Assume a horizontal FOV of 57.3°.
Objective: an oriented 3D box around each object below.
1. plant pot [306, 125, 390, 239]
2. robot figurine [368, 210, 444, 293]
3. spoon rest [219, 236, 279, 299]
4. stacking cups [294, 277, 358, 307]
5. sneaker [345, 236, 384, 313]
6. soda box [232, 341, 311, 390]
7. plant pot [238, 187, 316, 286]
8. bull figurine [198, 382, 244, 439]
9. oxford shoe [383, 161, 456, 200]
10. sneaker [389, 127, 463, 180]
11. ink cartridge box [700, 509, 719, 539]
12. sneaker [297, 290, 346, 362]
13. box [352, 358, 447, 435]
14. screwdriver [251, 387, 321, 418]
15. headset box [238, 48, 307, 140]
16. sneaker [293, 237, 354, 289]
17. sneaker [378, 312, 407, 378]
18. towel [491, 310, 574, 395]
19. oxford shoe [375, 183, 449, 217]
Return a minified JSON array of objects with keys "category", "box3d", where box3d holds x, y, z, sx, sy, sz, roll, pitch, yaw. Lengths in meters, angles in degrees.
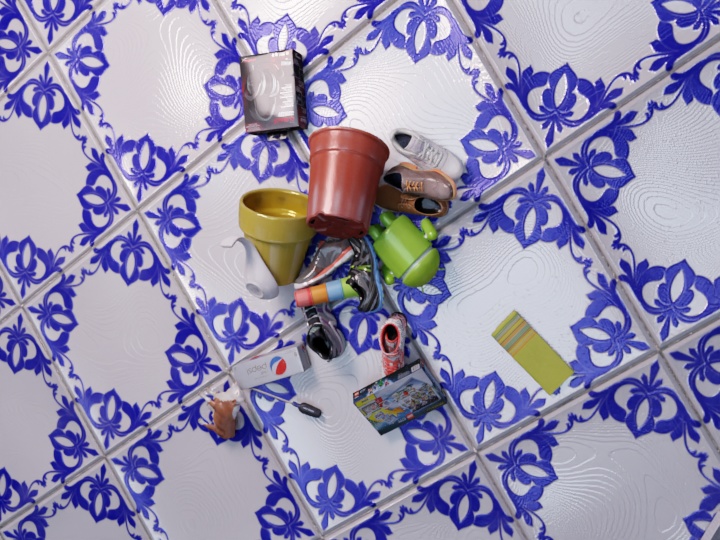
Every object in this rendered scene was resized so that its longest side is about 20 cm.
[{"category":"plant pot","box3d":[-0.040,-0.191,1.508,0.194,0.201,0.202,5,74,14]},{"category":"robot figurine","box3d":[0.107,-0.047,1.560,0.200,0.115,0.176,46,106,6]},{"category":"spoon rest","box3d":[-0.255,-0.007,1.549,0.097,0.061,0.203,5,139,34]},{"category":"stacking cups","box3d":[-0.065,0.050,1.617,0.193,0.061,0.063,-12,94,-3]},{"category":"sneaker","box3d":[0.000,0.000,1.557,0.080,0.071,0.206,-12,84,-14]},{"category":"soda box","box3d":[-0.231,0.249,1.716,0.195,0.064,0.070,-18,92,17]},{"category":"plant pot","box3d":[-0.203,-0.077,1.613,0.195,0.201,0.195,14,115,13]},{"category":"bull figurine","box3d":[-0.366,0.365,1.738,0.119,0.065,0.204,26,127,15]},{"category":"oxford shoe","box3d":[0.134,-0.193,1.505,0.197,0.072,0.073,23,128,44]},{"category":"sneaker","box3d":[0.148,-0.268,1.533,0.196,0.099,0.076,30,101,9]},{"category":"ink cartridge box","box3d":[0.851,0.678,1.477,0.194,0.047,0.205,27,100,10]},{"category":"sneaker","box3d":[-0.110,0.132,1.627,0.077,0.140,0.203,-33,88,16]},{"category":"box","box3d":[0.096,0.312,1.612,0.196,0.038,0.138,-29,121,16]},{"category":"screwdriver","box3d":[-0.192,0.337,1.715,0.195,0.028,0.030,26,107,-2]},{"category":"headset box","box3d":[-0.213,-0.427,1.626,0.144,0.077,0.207,-2,94,15]},{"category":"sneaker","box3d":[-0.092,-0.030,1.631,0.198,0.077,0.083,-36,87,-4]},{"category":"sneaker","box3d":[0.073,0.211,1.604,0.065,0.108,0.209,7,99,14]},{"category":"towel","box3d":[0.406,0.194,1.559,0.200,0.018,0.086,46,111,5]},{"category":"oxford shoe","box3d":[0.113,-0.169,1.570,0.194,0.071,0.074,10,101,16]}]
